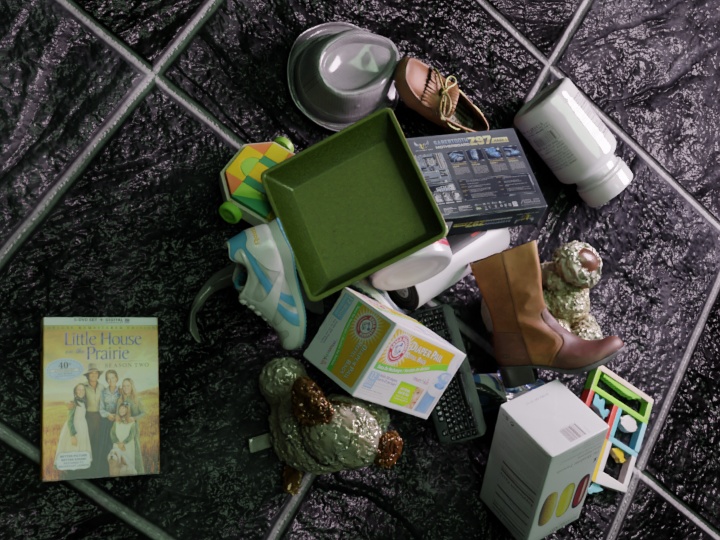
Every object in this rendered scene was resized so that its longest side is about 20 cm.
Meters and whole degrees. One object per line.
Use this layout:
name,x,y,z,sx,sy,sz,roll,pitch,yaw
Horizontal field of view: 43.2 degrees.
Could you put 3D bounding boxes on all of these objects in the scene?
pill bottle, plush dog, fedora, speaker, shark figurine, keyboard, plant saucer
pill bottle,0.042,-0.085,1.271,0.119,0.120,0.201,-8,68,-27
plush dog,-0.043,0.212,1.184,0.200,0.172,0.161,29,67,-19
fedora,-0.010,-0.300,1.359,0.199,0.090,0.178,-18,88,-28
speaker,0.133,-0.020,1.381,0.200,0.081,0.081,-31,94,-27
shark figurine,-0.149,0.013,1.232,0.214,0.089,0.129,-11,84,-30
keyboard,0.109,0.154,1.322,0.104,0.040,0.201,-17,78,7
pill bottle,0.356,-0.208,1.509,0.200,0.114,0.114,49,64,-10
plant saucer,-0.006,-0.082,1.195,0.199,0.048,0.200,-26,70,9
plush dog,0.271,0.051,1.415,0.171,0.160,0.201,-5,99,-9

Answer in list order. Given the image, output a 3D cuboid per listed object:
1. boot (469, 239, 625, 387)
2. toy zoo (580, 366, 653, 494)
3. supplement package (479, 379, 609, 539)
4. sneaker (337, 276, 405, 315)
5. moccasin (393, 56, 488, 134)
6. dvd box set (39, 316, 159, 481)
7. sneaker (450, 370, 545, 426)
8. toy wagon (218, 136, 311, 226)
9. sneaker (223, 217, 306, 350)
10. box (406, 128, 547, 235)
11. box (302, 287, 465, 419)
boot,0.273,0.054,1.331,0.068,0.188,0.201,-12,88,-71
toy zoo,0.401,0.271,1.487,0.131,0.020,0.201,33,67,-17
supplement package,0.259,0.278,1.307,0.113,0.110,0.201,-19,133,-27
sneaker,0.000,0.000,1.313,0.200,0.078,0.086,44,61,-12
moccasin,0.125,-0.259,1.390,0.201,0.078,0.074,38,67,-40
dvd box set,-0.326,0.159,1.144,0.146,0.029,0.201,2,79,-26
sneaker,0.204,0.190,1.388,0.199,0.076,0.077,15,35,-14
toy wagon,-0.095,-0.101,1.271,0.200,0.040,0.155,30,57,4
sneaker,-0.119,0.025,1.173,0.080,0.077,0.201,-17,128,-9
box,0.163,-0.135,1.385,0.199,0.051,0.158,-8,60,-16
box,0.036,0.114,1.224,0.200,0.101,0.113,26,96,-53
